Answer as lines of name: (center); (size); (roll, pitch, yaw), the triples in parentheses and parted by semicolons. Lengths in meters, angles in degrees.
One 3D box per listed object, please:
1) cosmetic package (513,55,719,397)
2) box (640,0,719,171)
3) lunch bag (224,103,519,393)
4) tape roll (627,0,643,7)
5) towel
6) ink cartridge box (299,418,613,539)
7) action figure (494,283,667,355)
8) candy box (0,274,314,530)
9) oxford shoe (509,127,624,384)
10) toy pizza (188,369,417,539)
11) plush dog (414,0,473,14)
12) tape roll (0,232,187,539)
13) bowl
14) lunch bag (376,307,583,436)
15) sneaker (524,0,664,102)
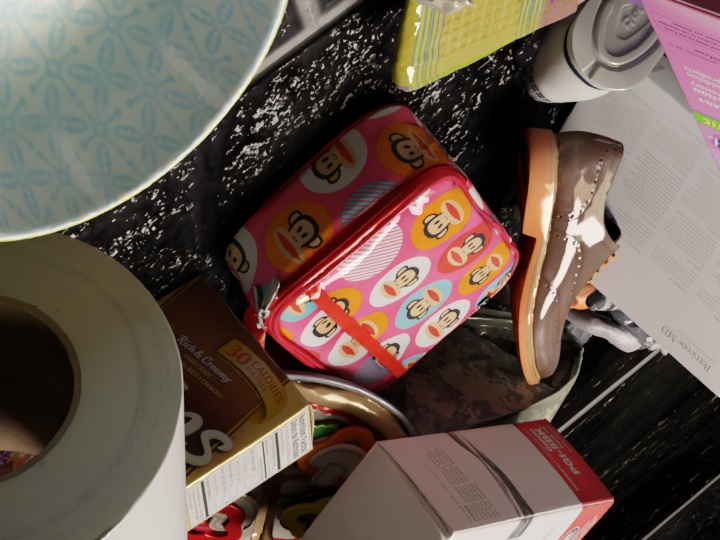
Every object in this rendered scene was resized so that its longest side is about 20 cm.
cosmetic package: (0.216, -0.038, 1.162); (0.051, 0.200, 0.151); (-18, 145, -49)
box: (0.243, -0.145, 0.856); (0.177, 0.096, 0.200); (-57, 145, -9)
lunch bag: (0.000, 0.000, 1.072); (0.176, 0.082, 0.200); (-39, 154, 4)
tape roll: (0.214, -0.227, 0.919); (0.199, 0.085, 0.201); (-33, 136, -38)
towel: (0.080, -0.191, 0.915); (0.143, 0.023, 0.201); (-27, 146, -27)
ink cartridge box: (0.054, 0.181, 1.135); (0.199, 0.083, 0.147); (1, 133, -52)
action figure: (0.187, 0.034, 1.338); (0.193, 0.105, 0.201); (22, 110, -49)
candy box: (-0.139, 0.102, 0.985); (0.199, 0.117, 0.057); (-32, 151, -21)
oxford shoe: (0.140, -0.003, 1.159); (0.072, 0.072, 0.201); (0, 129, -1)
toy pizza: (-0.057, 0.136, 1.123); (0.198, 0.032, 0.201); (-2, 139, -2)
plush dog: (0.014, -0.227, 0.738); (0.173, 0.160, 0.200); (-63, 167, 1)
tape roll: (-0.183, 0.096, 0.828); (0.202, 0.203, 0.140); (-29, 149, -24)
bowl: (-0.135, -0.120, 0.687); (0.199, 0.108, 0.201); (-32, 150, -21)
lunch bag: (0.063, 0.122, 1.276); (0.199, 0.118, 0.165); (-17, 143, -30)
sneaker: (0.178, -0.178, 1.072); (0.200, 0.077, 0.080); (-41, -174, -24)
